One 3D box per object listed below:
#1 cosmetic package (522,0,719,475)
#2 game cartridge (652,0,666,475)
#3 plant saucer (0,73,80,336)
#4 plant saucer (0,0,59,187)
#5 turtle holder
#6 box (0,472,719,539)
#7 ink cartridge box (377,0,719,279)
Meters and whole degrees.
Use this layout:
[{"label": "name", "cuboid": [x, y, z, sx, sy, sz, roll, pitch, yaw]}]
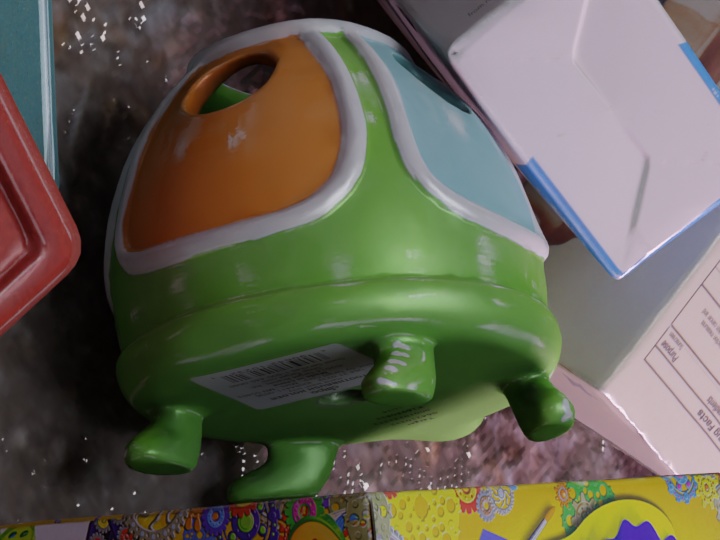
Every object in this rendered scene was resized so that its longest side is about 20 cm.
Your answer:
[{"label": "cosmetic package", "cuboid": [0.136, -0.031, 1.072, 0.200, 0.087, 0.103, -51, 142, -8]}, {"label": "game cartridge", "cuboid": [0.154, -0.023, 1.160, 0.133, 0.040, 0.200, -19, 100, -19]}, {"label": "plant saucer", "cuboid": [-0.166, -0.020, 0.755, 0.200, 0.037, 0.200, -44, 127, -30]}, {"label": "plant saucer", "cuboid": [-0.122, -0.116, 0.900, 0.070, 0.019, 0.200, 4, 81, -50]}, {"label": "turtle holder", "cuboid": [0.004, -0.004, 0.936, 0.185, 0.141, 0.132, 5, 69, -36]}, {"label": "box", "cuboid": [-0.004, 0.128, 0.863, 0.200, 0.193, 0.122, 2, 82, -51]}, {"label": "ink cartridge box", "cuboid": [0.049, -0.095, 1.020, 0.068, 0.200, 0.116, -38, 123, 2]}]
